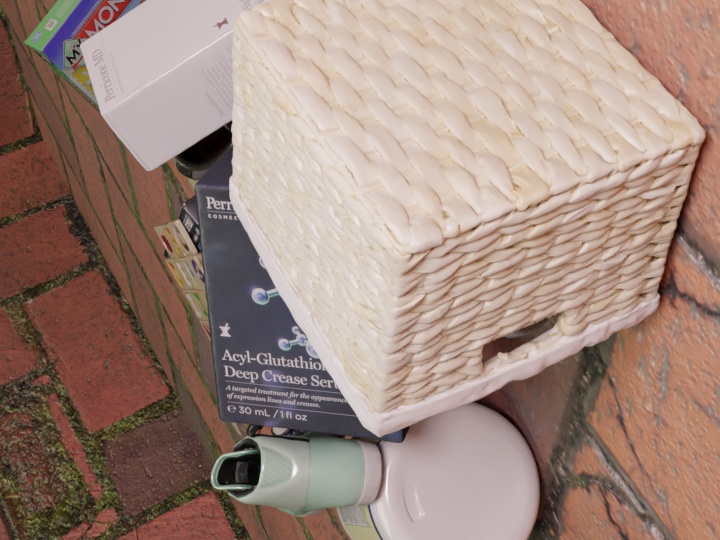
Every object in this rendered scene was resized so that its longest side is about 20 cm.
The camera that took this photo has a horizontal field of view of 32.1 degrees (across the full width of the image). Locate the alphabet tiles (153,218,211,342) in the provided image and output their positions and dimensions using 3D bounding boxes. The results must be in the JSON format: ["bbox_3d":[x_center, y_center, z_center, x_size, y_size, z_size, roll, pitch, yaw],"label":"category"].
[{"bbox_3d":[-0.126,0.045,1.123,0.200,0.006,0.166,62,163,-9],"label":"alphabet tiles"}]

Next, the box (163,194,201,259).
[{"bbox_3d":[-0.106,0.014,1.132,0.161,0.049,0.200,52,162,1],"label":"box"}]

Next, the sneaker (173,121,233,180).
[{"bbox_3d":[-0.088,-0.155,1.033,0.074,0.200,0.079,33,-168,2],"label":"sneaker"}]

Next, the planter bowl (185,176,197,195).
[{"bbox_3d":[-0.102,-0.133,1.162,0.200,0.134,0.201,57,162,31],"label":"planter bowl"}]

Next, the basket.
[{"bbox_3d":[0.049,-0.055,0.693,0.200,0.198,0.161,56,157,33],"label":"basket"}]

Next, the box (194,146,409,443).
[{"bbox_3d":[-0.029,0.012,0.937,0.107,0.148,0.201,-57,-32,-60],"label":"box"}]

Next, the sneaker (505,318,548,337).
[{"bbox_3d":[0.065,-0.044,0.865,0.071,0.073,0.201,1,115,67],"label":"sneaker"}]

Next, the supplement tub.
[{"bbox_3d":[0.057,0.190,1.086,0.145,0.145,0.200,65,164,4],"label":"supplement tub"}]

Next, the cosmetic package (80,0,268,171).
[{"bbox_3d":[-0.104,-0.174,0.932,0.074,0.200,0.102,54,-173,-46],"label":"cosmetic package"}]

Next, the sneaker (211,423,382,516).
[{"bbox_3d":[-0.073,0.162,1.033,0.200,0.118,0.074,152,124,-64],"label":"sneaker"}]

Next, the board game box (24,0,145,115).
[{"bbox_3d":[-0.191,-0.238,1.116,0.029,0.200,0.135,29,169,36],"label":"board game box"}]

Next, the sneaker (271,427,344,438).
[{"bbox_3d":[-0.020,0.113,1.136,0.080,0.115,0.199,27,151,-10],"label":"sneaker"}]
